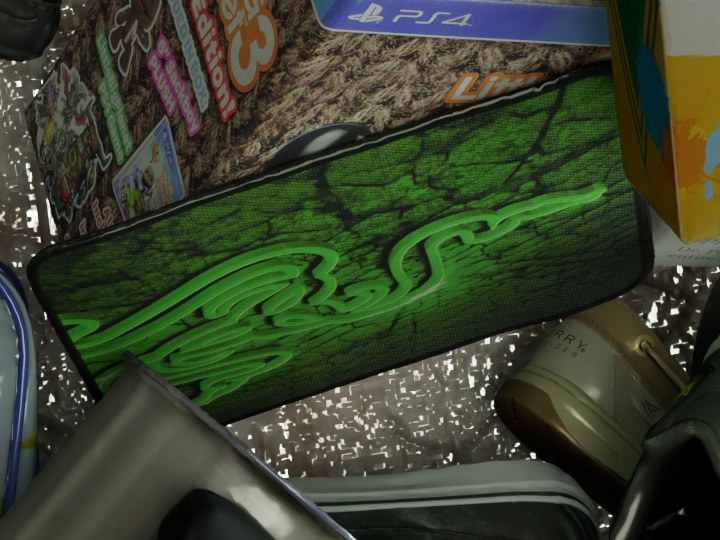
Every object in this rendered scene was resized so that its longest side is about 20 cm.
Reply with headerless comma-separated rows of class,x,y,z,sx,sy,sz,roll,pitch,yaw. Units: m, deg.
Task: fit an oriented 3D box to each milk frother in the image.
milk frother,-0.050,0.166,0.933,0.200,0.180,0.188,41,86,-25

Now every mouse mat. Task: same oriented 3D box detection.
mouse mat,0.000,0.000,0.970,0.199,0.161,0.008,-18,63,1

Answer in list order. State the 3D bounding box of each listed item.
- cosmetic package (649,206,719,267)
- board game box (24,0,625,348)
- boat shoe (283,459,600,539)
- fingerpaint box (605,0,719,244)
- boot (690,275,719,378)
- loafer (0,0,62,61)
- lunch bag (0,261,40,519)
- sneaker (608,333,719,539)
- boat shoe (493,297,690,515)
cosmetic package,0.191,-0.104,1.012,0.167,0.200,0.167,1,75,-16
board game box,0.006,-0.067,0.965,0.159,0.200,0.097,0,58,-31
boat shoe,-0.008,0.113,1.026,0.199,0.071,0.072,-13,122,-7
fingerpaint box,0.166,-0.110,0.806,0.199,0.073,0.167,-11,110,-6
boot,0.202,0.058,1.097,0.174,0.069,0.201,-33,115,-47
loafer,-0.177,-0.146,0.994,0.200,0.068,0.070,38,96,-13
lunch bag,-0.190,0.084,1.013,0.160,0.082,0.201,4,96,-10
sneaker,0.112,0.110,1.015,0.085,0.074,0.201,-28,131,-47
boat shoe,0.141,0.084,1.112,0.200,0.074,0.066,40,78,-25
